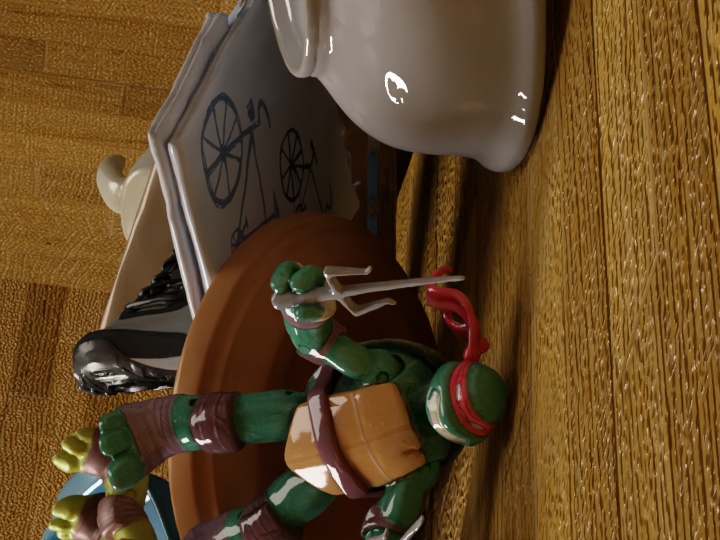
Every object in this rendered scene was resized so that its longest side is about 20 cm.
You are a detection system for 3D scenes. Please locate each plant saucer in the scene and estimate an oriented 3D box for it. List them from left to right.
[{"bbox_3d":[-0.017,0.073,1.189,0.200,0.037,0.202,-10,-78,-55],"label":"plant saucer"}]

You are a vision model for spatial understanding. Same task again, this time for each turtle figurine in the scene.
[{"bbox_3d":[-0.100,0.152,1.185,0.201,0.064,0.162,85,163,-51],"label":"turtle figurine"},{"bbox_3d":[-0.009,0.073,1.040,0.100,0.199,0.151,-10,-100,-55],"label":"turtle figurine"}]

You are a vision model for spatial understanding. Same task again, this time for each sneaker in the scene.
[{"bbox_3d":[-0.084,0.014,1.274,0.200,0.074,0.080,-26,-75,-58],"label":"sneaker"}]

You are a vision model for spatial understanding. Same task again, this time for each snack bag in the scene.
[{"bbox_3d":[-0.048,-0.047,1.218,0.201,0.021,0.189,-67,-27,-47],"label":"snack bag"}]

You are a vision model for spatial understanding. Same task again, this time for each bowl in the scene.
[{"bbox_3d":[0.009,-0.137,1.079,0.201,0.090,0.203,171,90,-80],"label":"bowl"}]

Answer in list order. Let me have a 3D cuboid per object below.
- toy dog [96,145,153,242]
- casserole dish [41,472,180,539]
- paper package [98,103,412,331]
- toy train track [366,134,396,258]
[{"bbox_3d":[-0.061,-0.051,1.706,0.200,0.193,0.140,-32,-57,-52],"label":"toy dog"},{"bbox_3d":[-0.105,0.194,1.280,0.121,0.039,0.201,-42,58,40],"label":"casserole dish"},{"bbox_3d":[-0.050,-0.038,1.460,0.200,0.103,0.192,-36,-33,-68],"label":"paper package"},{"bbox_3d":[0.000,0.000,1.300,0.115,0.032,0.201,28,-119,-64],"label":"toy train track"}]
